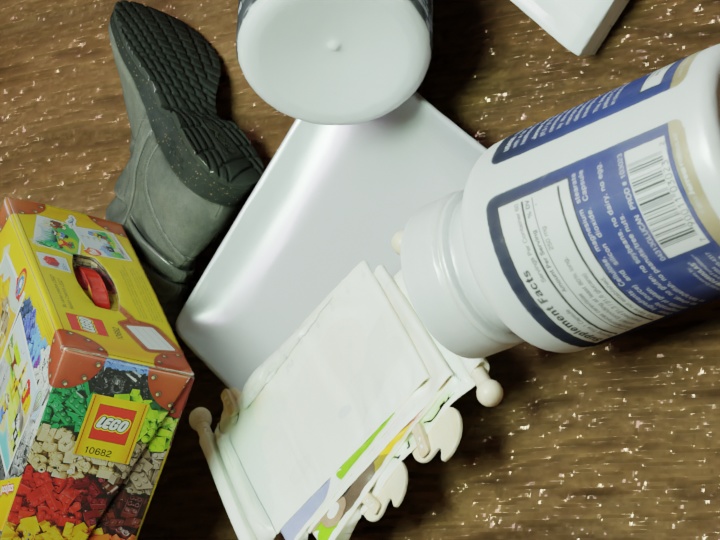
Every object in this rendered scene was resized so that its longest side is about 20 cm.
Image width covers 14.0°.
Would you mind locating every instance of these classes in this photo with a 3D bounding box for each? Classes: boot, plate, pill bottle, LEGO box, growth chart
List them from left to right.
[{"bbox_3d":[-0.169,0.071,1.624,0.200,0.077,0.150,-123,50,-61],"label":"LEGO box"},{"bbox_3d":[-0.131,-0.062,1.739,0.131,0.067,0.200,-58,36,28],"label":"boot"},{"bbox_3d":[-0.013,-0.180,1.609,0.106,0.106,0.201,-38,31,30],"label":"pill bottle"},{"bbox_3d":[-0.011,0.076,1.535,0.200,0.018,0.145,-43,49,28],"label":"growth chart"},{"bbox_3d":[0.000,0.000,1.592,0.201,0.032,0.200,-59,41,11],"label":"plate"},{"bbox_3d":[0.119,-0.025,1.409,0.199,0.111,0.112,-23,58,37],"label":"pill bottle"}]

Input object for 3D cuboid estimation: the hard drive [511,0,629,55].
[{"bbox_3d":[0.121,-0.230,1.508,0.132,0.026,0.200,43,117,23],"label":"hard drive"}]
